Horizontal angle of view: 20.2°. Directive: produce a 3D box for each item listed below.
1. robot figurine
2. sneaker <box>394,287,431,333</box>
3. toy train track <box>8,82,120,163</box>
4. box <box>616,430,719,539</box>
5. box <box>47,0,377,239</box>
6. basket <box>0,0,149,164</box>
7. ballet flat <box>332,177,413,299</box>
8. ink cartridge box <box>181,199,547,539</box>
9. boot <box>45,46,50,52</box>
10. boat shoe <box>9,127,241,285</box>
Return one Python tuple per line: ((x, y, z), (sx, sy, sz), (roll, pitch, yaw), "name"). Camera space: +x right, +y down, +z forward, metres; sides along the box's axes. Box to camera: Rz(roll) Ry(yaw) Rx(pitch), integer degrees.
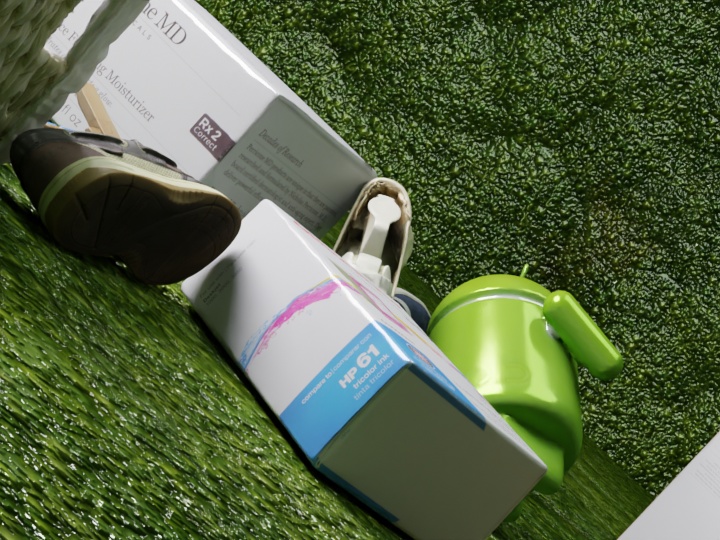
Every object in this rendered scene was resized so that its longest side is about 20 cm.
((0.105, 0.086, 1.509), (0.116, 0.175, 0.200), (30, 37, -25), "robot figurine")
((0.014, 0.057, 1.539), (0.085, 0.075, 0.200), (43, 13, 28), "sneaker")
((-0.174, -0.064, 1.214), (0.115, 0.032, 0.200), (62, 15, 14), "toy train track")
((0.381, 0.259, 2.100), (0.097, 0.200, 0.124), (45, 4, 35), "box")
((-0.123, -0.109, 1.472), (0.199, 0.131, 0.200), (45, 4, 25), "box")
((-0.216, -0.196, 1.035), (0.200, 0.198, 0.161), (45, 8, 20), "basket")
((0.000, 0.000, 1.437), (0.069, 0.069, 0.200), (42, 33, -16), "ballet flat")
((-0.002, 0.063, 1.199), (0.144, 0.085, 0.200), (40, 4, -40), "ink cartridge box")
((-0.262, -0.170, 1.262), (0.200, 0.073, 0.096), (52, -2, 2), "boot")
((-0.128, -0.042, 1.130), (0.065, 0.073, 0.200), (50, 6, 19), "boat shoe")
